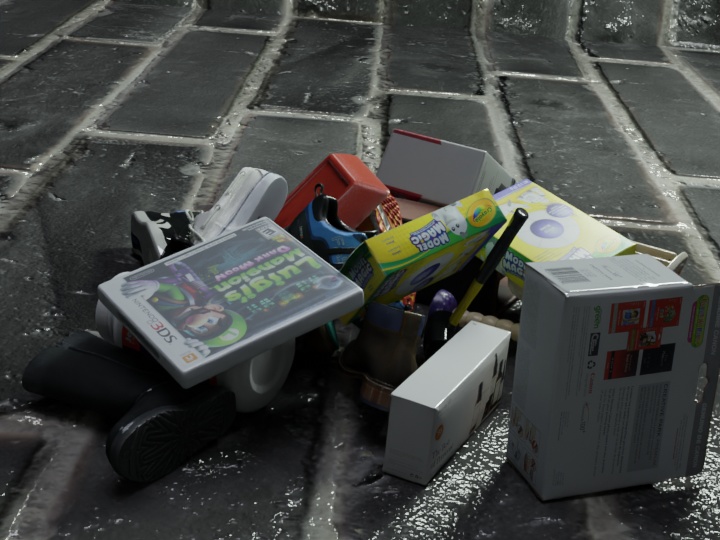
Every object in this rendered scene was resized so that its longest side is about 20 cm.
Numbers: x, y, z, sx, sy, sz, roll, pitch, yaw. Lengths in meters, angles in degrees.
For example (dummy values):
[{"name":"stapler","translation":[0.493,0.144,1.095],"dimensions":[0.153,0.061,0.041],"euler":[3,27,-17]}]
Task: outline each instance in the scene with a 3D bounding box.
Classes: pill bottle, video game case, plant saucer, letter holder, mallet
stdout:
[{"name":"pill bottle","translation":[-0.172,0.064,1.267],"dimensions":[0.198,0.114,0.112],"euler":[17,24,29]},{"name":"video game case","translation":[-0.126,0.023,1.199],"dimensions":[0.198,0.024,0.181],"euler":[-24,38,-27]},{"name":"plant saucer","translation":[-0.066,-0.059,1.508],"dimensions":[0.037,0.200,0.200],"euler":[44,4,-20]},{"name":"letter holder","translation":[0.108,-0.027,1.575],"dimensions":[0.198,0.102,0.142],"euler":[15,22,25]},{"name":"mallet","translation":[0.126,0.012,1.354],"dimensions":[0.041,0.201,0.066],"euler":[26,21,-9]}]

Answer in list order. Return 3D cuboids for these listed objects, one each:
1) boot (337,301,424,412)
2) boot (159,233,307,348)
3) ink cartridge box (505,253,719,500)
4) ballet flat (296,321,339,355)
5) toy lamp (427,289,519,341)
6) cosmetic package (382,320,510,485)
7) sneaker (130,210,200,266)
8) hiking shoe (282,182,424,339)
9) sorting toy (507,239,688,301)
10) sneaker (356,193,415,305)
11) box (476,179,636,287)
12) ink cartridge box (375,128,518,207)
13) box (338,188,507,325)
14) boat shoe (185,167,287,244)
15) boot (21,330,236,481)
[{"name":"boot","translation":[0.028,0.074,1.266],"dimensions":[0.074,0.098,0.200],"euler":[14,7,-14]},{"name":"boot","translation":[-0.139,0.022,1.339],"dimensions":[0.131,0.070,0.199],"euler":[39,-17,-31]},{"name":"ink cartridge box","translation":[0.235,0.095,1.149],"dimensions":[0.173,0.203,0.084],"euler":[-4,22,-19]},{"name":"ballet flat","translation":[-0.060,0.051,1.405],"dimensions":[0.071,0.069,0.200],"euler":[-15,21,5]},{"name":"toy lamp","translation":[0.175,0.068,1.405],"dimensions":[0.198,0.059,0.058],"euler":[16,24,27]},{"name":"cosmetic package","translation":[0.088,0.124,1.210],"dimensions":[0.050,0.084,0.200],"euler":[13,24,23]},{"name":"sneaker","translation":[-0.219,-0.035,1.562],"dimensions":[0.110,0.074,0.200],"euler":[-5,22,-19]},{"name":"hiking shoe","translation":[0.000,0.000,1.365],"dimensions":[0.200,0.087,0.074],"euler":[41,15,7]},{"name":"sorting toy","translation":[0.255,0.017,1.453],"dimensions":[0.198,0.108,0.180],"euler":[18,20,24]},{"name":"sneaker","translation":[0.017,-0.003,1.475],"dimensions":[0.073,0.077,0.202],"euler":[26,46,-37]},{"name":"box","translation":[0.215,-0.024,1.396],"dimensions":[0.117,0.049,0.199],"euler":[-26,46,-31]},{"name":"ink cartridge box","translation":[0.129,-0.107,1.681],"dimensions":[0.144,0.084,0.200],"euler":[17,-6,28]},{"name":"box","translation":[0.048,-0.011,1.290],"dimensions":[0.198,0.117,0.049],"euler":[-22,73,-32]},{"name":"boat shoe","translation":[-0.175,-0.046,1.490],"dimensions":[0.085,0.075,0.203],"euler":[22,69,27]},{"name":"boot","translation":[-0.242,0.121,1.171],"dimensions":[0.198,0.066,0.164],"euler":[20,17,27]}]
